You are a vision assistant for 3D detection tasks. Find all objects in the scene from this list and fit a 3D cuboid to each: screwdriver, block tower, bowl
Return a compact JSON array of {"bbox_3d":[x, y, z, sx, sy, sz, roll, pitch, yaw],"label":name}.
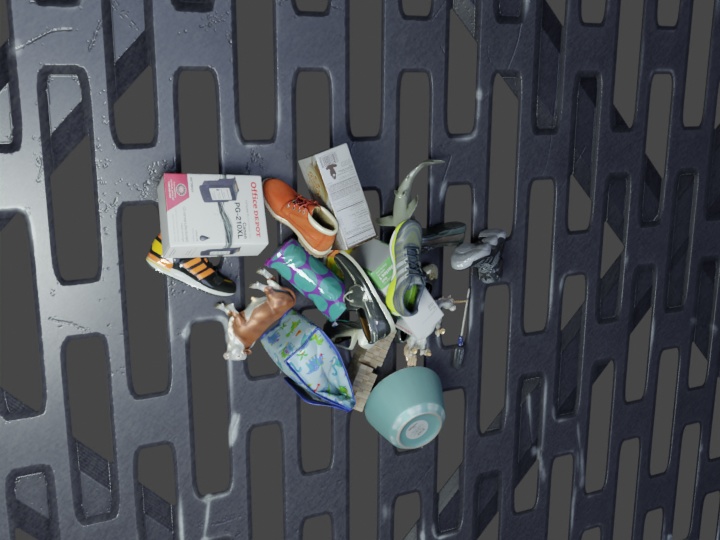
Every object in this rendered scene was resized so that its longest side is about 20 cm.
[{"bbox_3d":[0.245,0.143,1.919,0.028,0.028,0.205,4,100,3],"label":"screwdriver"},{"bbox_3d":[0.012,0.215,1.806,0.057,0.054,0.203,24,90,-29],"label":"block tower"},{"bbox_3d":[0.119,0.333,1.818,0.197,0.106,0.204,-14,130,-17],"label":"bowl"}]

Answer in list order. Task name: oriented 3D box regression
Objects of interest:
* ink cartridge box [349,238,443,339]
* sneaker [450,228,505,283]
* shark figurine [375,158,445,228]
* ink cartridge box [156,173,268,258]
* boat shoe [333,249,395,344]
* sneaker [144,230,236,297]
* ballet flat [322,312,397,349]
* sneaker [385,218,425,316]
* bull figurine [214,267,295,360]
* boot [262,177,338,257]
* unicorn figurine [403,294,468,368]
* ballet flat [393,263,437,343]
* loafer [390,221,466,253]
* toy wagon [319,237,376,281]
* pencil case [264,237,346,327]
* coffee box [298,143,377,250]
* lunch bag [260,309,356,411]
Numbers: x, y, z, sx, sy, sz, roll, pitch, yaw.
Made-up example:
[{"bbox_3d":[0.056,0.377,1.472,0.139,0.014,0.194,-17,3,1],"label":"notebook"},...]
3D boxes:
[{"bbox_3d":[0.071,0.037,1.698,0.084,0.144,0.201,-42,117,-11],"label":"ink cartridge box"},{"bbox_3d":[0.284,-0.015,1.848,0.199,0.074,0.116,-32,121,-42],"label":"sneaker"},{"bbox_3d":[0.115,-0.153,1.773,0.089,0.126,0.219,30,70,-53],"label":"shark figurine"},{"bbox_3d":[-0.288,-0.107,1.538,0.196,0.084,0.148,-2,76,-26],"label":"ink cartridge box"},{"bbox_3d":[-0.004,0.052,1.609,0.067,0.072,0.203,-28,86,-15],"label":"boat shoe"},{"bbox_3d":[-0.326,-0.016,1.578,0.197,0.070,0.092,24,95,-26],"label":"sneaker"},{"bbox_3d":[-0.002,0.137,1.707,0.067,0.197,0.070,26,62,-43],"label":"ballet flat"},{"bbox_3d":[0.102,-0.001,1.575,0.072,0.081,0.205,-3,103,-26],"label":"sneaker"},{"bbox_3d":[-0.229,0.095,1.653,0.199,0.065,0.122,-42,117,-8],"label":"bull figurine"},{"bbox_3d":[-0.122,-0.128,1.604,0.200,0.107,0.075,44,61,3],"label":"boot"},{"bbox_3d":[0.164,0.128,1.832,0.199,0.138,0.074,-40,104,9],"label":"unicorn figurine"},{"bbox_3d":[0.132,0.079,1.831,0.066,0.057,0.203,26,90,-30],"label":"ballet flat"},{"bbox_3d":[0.160,-0.064,1.806,0.196,0.072,0.064,-13,114,-25],"label":"loafer"},{"bbox_3d":[0.000,0.000,1.758,0.196,0.039,0.159,5,100,-26],"label":"toy wagon"},{"bbox_3d":[-0.103,0.021,1.659,0.199,0.092,0.086,42,44,-9],"label":"pencil case"},{"bbox_3d":[-0.048,-0.150,1.639,0.078,0.114,0.204,-22,101,-19],"label":"coffee box"},{"bbox_3d":[-0.103,0.203,1.682,0.127,0.169,0.201,-44,118,-10],"label":"lunch bag"}]
